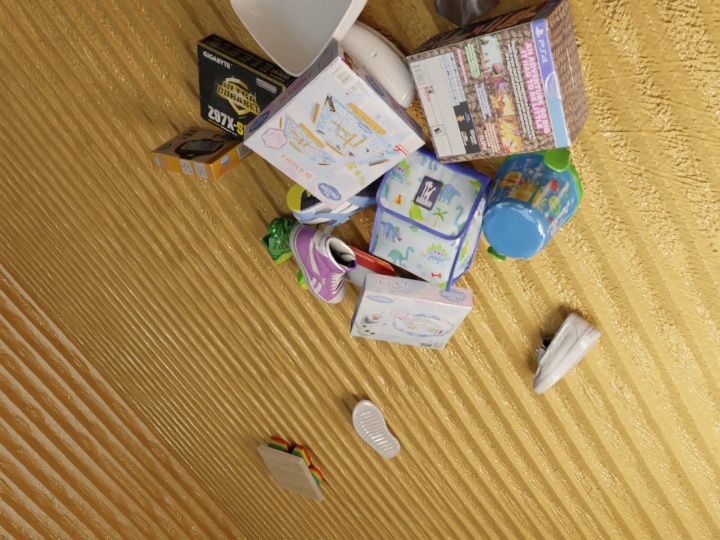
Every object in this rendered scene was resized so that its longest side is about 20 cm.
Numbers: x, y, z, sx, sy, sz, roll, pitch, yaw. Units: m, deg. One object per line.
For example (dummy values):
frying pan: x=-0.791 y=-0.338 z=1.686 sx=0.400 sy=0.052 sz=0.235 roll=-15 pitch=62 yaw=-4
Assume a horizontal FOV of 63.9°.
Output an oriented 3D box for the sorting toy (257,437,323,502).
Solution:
sorting toy: x=-0.221 y=0.656 z=1.930 sx=0.197 sy=0.070 sz=0.202 roll=4 pitch=127 yaw=36

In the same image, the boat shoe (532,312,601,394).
boat shoe: x=0.349 y=0.149 z=1.031 sx=0.069 sy=0.071 sz=0.202 roll=49 pitch=151 yaw=25

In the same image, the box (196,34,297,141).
box: x=-0.213 y=-0.320 z=1.078 sx=0.198 sy=0.049 sz=0.161 roll=30 pitch=140 yaw=14

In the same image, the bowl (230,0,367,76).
bowl: x=-0.074 y=-0.402 z=0.821 sx=0.201 sy=0.074 sz=0.200 roll=51 pitch=121 yaw=15

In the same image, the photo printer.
photo printer: x=-0.007 y=-0.280 z=0.919 sx=0.166 sy=0.070 sz=0.201 roll=39 pitch=133 yaw=3

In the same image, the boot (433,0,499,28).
boot: x=0.153 y=-0.405 z=0.694 sx=0.184 sy=0.064 sz=0.203 roll=19 pitch=133 yaw=44

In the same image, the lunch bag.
lunch bag: x=0.117 y=-0.094 z=0.962 sx=0.168 sy=0.127 sz=0.203 roll=27 pitch=127 yaw=20

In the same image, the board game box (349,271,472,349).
board game box: x=0.089 y=0.082 z=1.101 sx=0.195 sy=0.044 sz=0.200 roll=9 pitch=151 yaw=-5

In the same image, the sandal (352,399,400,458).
sandal: x=0.035 y=0.416 z=1.524 sx=0.205 sy=0.081 sz=0.050 roll=61 pitch=179 yaw=-24

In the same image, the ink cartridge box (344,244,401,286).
ink cartridge box: x=0.000 y=0.000 z=1.109 sx=0.160 sy=0.058 sz=0.200 roll=24 pitch=178 yaw=20

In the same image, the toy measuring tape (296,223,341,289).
toy measuring tape: x=-0.071 y=-0.030 z=1.220 sx=0.073 sy=0.074 sz=0.201 roll=37 pitch=122 yaw=4

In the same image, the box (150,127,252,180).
box: x=-0.335 y=-0.244 z=1.187 sx=0.197 sy=0.119 sz=0.042 roll=16 pitch=135 yaw=26

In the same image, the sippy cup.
sippy cup: x=0.243 y=-0.091 z=0.850 sx=0.137 sy=0.131 sz=0.181 roll=5 pitch=128 yaw=34

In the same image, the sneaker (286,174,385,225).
sneaker: x=-0.032 y=-0.130 z=1.034 sx=0.195 sy=0.075 sz=0.083 roll=-11 pitch=151 yaw=-3

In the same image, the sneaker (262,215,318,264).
sneaker: x=-0.156 y=-0.077 z=1.225 sx=0.084 sy=0.074 sz=0.199 roll=45 pitch=141 yaw=-10

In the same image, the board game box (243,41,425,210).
board game box: x=-0.038 y=-0.204 z=0.870 sx=0.198 sy=0.042 sz=0.199 roll=-31 pitch=134 yaw=28

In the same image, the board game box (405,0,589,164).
board game box: x=0.186 y=-0.249 z=0.781 sx=0.197 sy=0.097 sz=0.162 roll=1 pitch=126 yaw=38

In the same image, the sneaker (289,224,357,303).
sneaker: x=-0.048 y=0.005 z=1.058 sx=0.113 sy=0.073 sz=0.202 roll=15 pitch=152 yaw=32
